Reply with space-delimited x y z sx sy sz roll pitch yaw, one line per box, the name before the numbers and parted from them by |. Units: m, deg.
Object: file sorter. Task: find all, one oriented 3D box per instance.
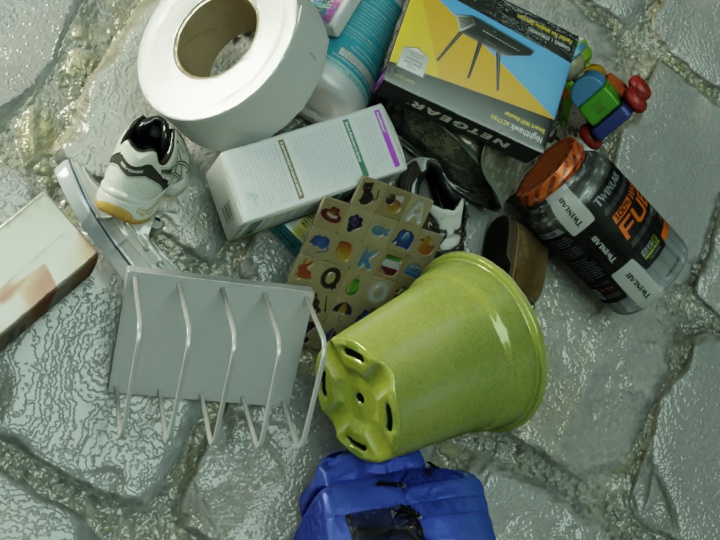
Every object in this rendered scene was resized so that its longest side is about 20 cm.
file sorter | -0.144 0.095 1.175 0.197 0.125 0.141 7 113 -19

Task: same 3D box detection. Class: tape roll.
tape roll | -0.136 -0.232 1.232 0.071 0.200 0.205 42 60 -55

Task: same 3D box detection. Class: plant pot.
plant pot | 0.060 0.103 1.199 0.183 0.200 0.203 -21 86 -38

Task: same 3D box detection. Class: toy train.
toy train | 0.292 -0.235 1.430 0.116 0.084 0.200 49 26 -4

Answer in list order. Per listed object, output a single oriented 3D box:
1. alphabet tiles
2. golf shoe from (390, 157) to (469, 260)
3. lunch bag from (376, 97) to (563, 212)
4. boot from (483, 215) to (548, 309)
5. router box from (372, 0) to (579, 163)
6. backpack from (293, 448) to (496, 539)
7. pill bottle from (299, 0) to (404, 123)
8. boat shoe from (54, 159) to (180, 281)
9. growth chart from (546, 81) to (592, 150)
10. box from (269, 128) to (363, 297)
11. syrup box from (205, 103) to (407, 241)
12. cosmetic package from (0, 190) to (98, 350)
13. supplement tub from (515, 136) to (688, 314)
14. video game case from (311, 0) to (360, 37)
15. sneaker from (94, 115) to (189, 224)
alphabet tiles | 0.000 0.000 1.267 0.165 0.006 0.202 15 108 -34
golf shoe | 0.088 -0.033 1.333 0.077 0.094 0.203 -21 88 -23
lunch bag | 0.138 -0.191 1.370 0.199 0.117 0.165 38 70 -11
boot | 0.180 0.041 1.367 0.075 0.073 0.203 21 70 -25
router box | 0.129 -0.228 1.285 0.197 0.051 0.151 22 75 -11
backpack | 0.041 0.271 1.215 0.197 0.163 0.170 -1 64 -18
pill bottle | -0.009 -0.270 1.336 0.110 0.111 0.202 33 70 -10
boat shoe | -0.231 -0.044 1.215 0.086 0.075 0.203 -35 95 0
growth chart | 0.243 -0.187 1.461 0.142 0.018 0.203 11 75 -17
box | -0.058 -0.065 1.309 0.200 0.049 0.082 46 68 -6
syrup box | -0.057 -0.105 1.247 0.198 0.079 0.083 -19 85 -23
cosmetic package | -0.364 0.026 1.151 0.200 0.103 0.087 -43 94 -21
supplement tub | 0.284 -0.054 1.384 0.200 0.122 0.123 43 68 -13
video game case | -0.055 -0.364 1.327 0.180 0.024 0.202 19 68 27
sneaker | -0.208 -0.121 1.192 0.075 0.201 0.089 21 114 -7
